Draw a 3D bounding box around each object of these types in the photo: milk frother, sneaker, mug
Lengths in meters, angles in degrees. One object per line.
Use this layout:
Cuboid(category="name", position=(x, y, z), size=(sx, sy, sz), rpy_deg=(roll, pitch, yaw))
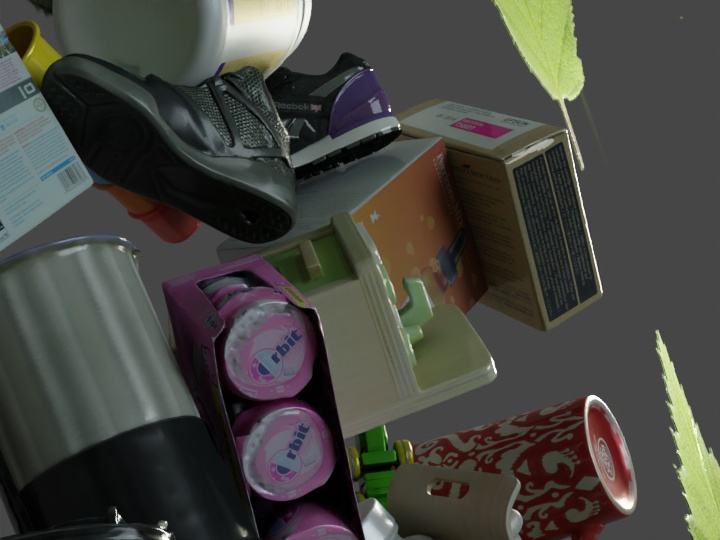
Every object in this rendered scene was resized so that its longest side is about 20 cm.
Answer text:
Cuboid(category="milk frother", position=(-0.145, 0.078, 0.624), size=(0.180, 0.200, 0.189), rpy_deg=(-17, 72, -35))
Cuboid(category="sneaker", position=(-0.072, -0.114, 1.023), size=(0.088, 0.199, 0.076), rpy_deg=(66, -16, 6))
Cuboid(category="sneaker", position=(-0.128, -0.107, 0.876), size=(0.199, 0.076, 0.115), rpy_deg=(26, 43, -28))
Cuboid(category="mug", position=(0.145, 0.213, 1.134), size=(0.179, 0.199, 0.133), rpy_deg=(64, 25, -5))

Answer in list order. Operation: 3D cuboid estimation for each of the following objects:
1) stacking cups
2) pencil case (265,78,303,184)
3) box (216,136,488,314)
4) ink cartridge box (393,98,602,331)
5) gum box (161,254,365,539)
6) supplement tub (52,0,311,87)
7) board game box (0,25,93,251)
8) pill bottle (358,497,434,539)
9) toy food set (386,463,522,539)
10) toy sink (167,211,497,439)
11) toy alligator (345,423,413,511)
Cuboid(category="stacking cups", position=(-0.184, -0.088, 0.897), size=(0.200, 0.060, 0.061), rpy_deg=(47, 32, -39))
Cuboid(category="pencil case", position=(-0.045, -0.091, 1.142), size=(0.200, 0.083, 0.091), rpy_deg=(44, 46, -41))
Cuboid(category="box", position=(0.000, 0.000, 1.040), size=(0.200, 0.106, 0.153), rpy_deg=(-43, 121, -45))
Cuboid(category="ink cartridge box", position=(0.113, -0.055, 1.120), size=(0.200, 0.075, 0.166), rpy_deg=(27, -41, 56))
Cuboid(category="gum box", position=(-0.056, 0.094, 0.745), size=(0.113, 0.066, 0.202), rpy_deg=(-146, -138, -63))
Cuboid(category="supplement tub", position=(-0.133, -0.209, 0.995), size=(0.146, 0.145, 0.200), rpy_deg=(65, 25, -5))
Cuboid(category="board game box", position=(-0.264, -0.103, 0.748), size=(0.201, 0.064, 0.148), rpy_deg=(63, 25, -13))
Cuboid(category="pill bottle", position=(0.046, 0.277, 0.968), size=(0.200, 0.111, 0.111), rpy_deg=(49, 27, -3))
Cuboid(category="toy food set", position=(0.118, 0.240, 1.005), size=(0.060, 0.143, 0.201), rpy_deg=(-42, 113, -31))
Cuboid(category="toy sink", position=(-0.024, 0.038, 0.866), size=(0.130, 0.199, 0.113), rpy_deg=(-116, -174, -69))
Cuboid(category="toy alligator", position=(0.011, 0.162, 1.089), size=(0.054, 0.059, 0.201), rpy_deg=(106, -23, -63))
